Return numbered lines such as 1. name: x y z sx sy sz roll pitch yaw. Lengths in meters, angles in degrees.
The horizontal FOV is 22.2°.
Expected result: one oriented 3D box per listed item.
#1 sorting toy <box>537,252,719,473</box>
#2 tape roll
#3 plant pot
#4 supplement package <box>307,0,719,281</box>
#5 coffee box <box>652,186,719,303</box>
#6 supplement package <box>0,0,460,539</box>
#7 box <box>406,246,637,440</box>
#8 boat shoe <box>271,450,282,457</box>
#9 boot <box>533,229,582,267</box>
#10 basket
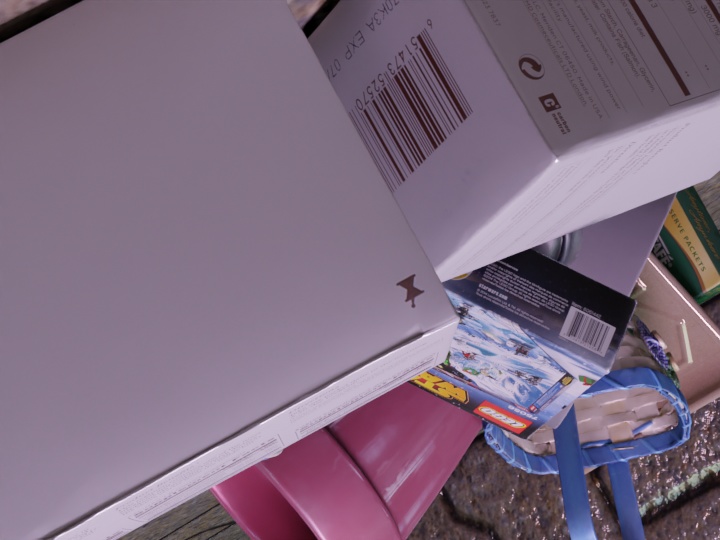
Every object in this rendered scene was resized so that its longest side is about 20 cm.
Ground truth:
1. sorting toy: 0.166 0.044 1.405 0.185 0.200 0.037 -35 -169 33
2. tape roll: 0.135 -0.006 1.139 0.200 0.066 0.201 25 90 -86
3. plant pot: -0.009 0.114 1.317 0.179 0.200 0.200 -41 174 -19
4. supplement package: 0.092 -0.090 0.775 0.199 0.118 0.117 -20 164 -38
5. coffee box: 0.189 0.002 1.446 0.200 0.123 0.044 -34 165 33
6. supplement package: -0.090 0.004 0.642 0.199 0.156 0.111 -28 172 -5
7. box: 0.013 0.005 0.847 0.040 0.199 0.137 -64 -177 -21
8. boat shoe: -0.086 0.073 1.096 0.072 0.073 0.200 -13 -171 3
9. boot: 0.000 0.000 0.996 0.199 0.066 0.165 -16 -179 -27
10. basket: 0.160 0.112 1.281 0.138 0.201 0.176 -11 159 16
